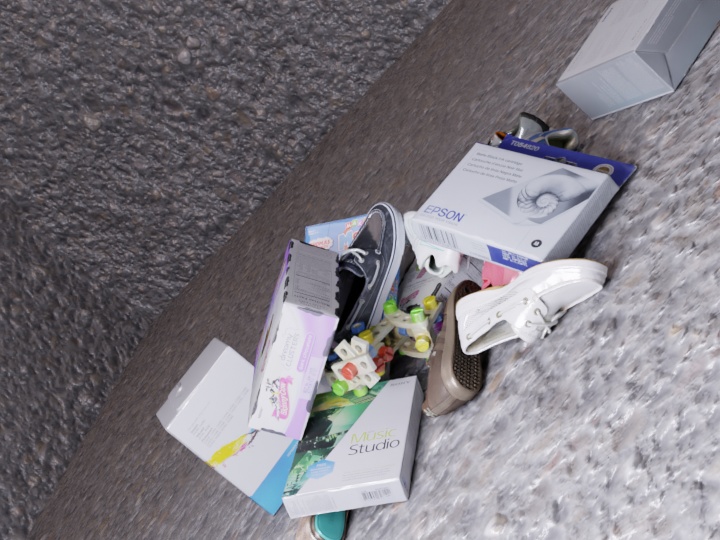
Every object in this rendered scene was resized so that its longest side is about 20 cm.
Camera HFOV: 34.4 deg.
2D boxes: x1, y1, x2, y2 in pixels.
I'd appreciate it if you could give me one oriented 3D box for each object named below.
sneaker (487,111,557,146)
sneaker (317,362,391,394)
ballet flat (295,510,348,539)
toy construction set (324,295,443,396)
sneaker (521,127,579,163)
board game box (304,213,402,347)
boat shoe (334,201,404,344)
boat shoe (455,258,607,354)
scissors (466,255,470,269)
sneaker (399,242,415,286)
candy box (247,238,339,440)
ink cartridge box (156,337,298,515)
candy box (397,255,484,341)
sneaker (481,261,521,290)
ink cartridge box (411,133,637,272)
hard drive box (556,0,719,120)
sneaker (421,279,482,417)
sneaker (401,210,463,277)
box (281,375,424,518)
[{"bbox_3d":[0.201,-0.154,1.695,0.200,0.079,0.074,-45,16,31],"label":"sneaker"},{"bbox_3d":[0.006,0.137,1.621,0.114,0.074,0.201,-22,23,34],"label":"sneaker"},{"bbox_3d":[-0.041,0.268,1.408,0.068,0.067,0.201,-53,8,35],"label":"ballet flat"},{"bbox_3d":[0.028,0.100,1.418,0.129,0.094,0.199,1,16,38],"label":"toy construction set"},{"bbox_3d":[0.217,-0.137,1.543,0.200,0.076,0.077,-44,14,-36],"label":"sneaker"},{"bbox_3d":[-0.017,0.026,1.586,0.149,0.036,0.204,-10,65,34],"label":"board game box"},{"bbox_3d":[0.000,0.000,1.513,0.071,0.067,0.203,8,76,41],"label":"boat shoe"},{"bbox_3d":[0.185,0.045,1.256,0.199,0.070,0.070,-27,52,44],"label":"boat shoe"},{"bbox_3d":[0.150,-0.065,1.520,0.073,0.014,0.201,-44,17,15],"label":"scissors"},{"bbox_3d":[0.052,0.029,1.681,0.077,0.092,0.201,-14,26,35],"label":"sneaker"},{"bbox_3d":[-0.081,0.081,1.434,0.201,0.070,0.170,-93,20,-67],"label":"candy box"},{"bbox_3d":[-0.169,0.219,1.669,0.147,0.199,0.147,-52,13,-8],"label":"ink cartridge box"},{"bbox_3d":[0.121,-0.001,1.585,0.201,0.061,0.136,-57,16,-26],"label":"candy box"},{"bbox_3d":[0.173,-0.014,1.419,0.087,0.073,0.201,-49,13,14],"label":"sneaker"},{"bbox_3d":[0.191,-0.091,1.362,0.198,0.041,0.200,18,56,39],"label":"ink cartridge box"},{"bbox_3d":[0.366,-0.296,1.518,0.157,0.077,0.200,-54,14,-13],"label":"hard drive box"},{"bbox_3d":[0.107,0.089,1.371,0.075,0.070,0.201,-43,15,34],"label":"sneaker"},{"bbox_3d":[0.091,-0.034,1.509,0.200,0.069,0.082,171,112,-78],"label":"sneaker"},{"bbox_3d":[-0.005,0.204,1.368,0.142,0.037,0.201,-12,26,15],"label":"box"}]
